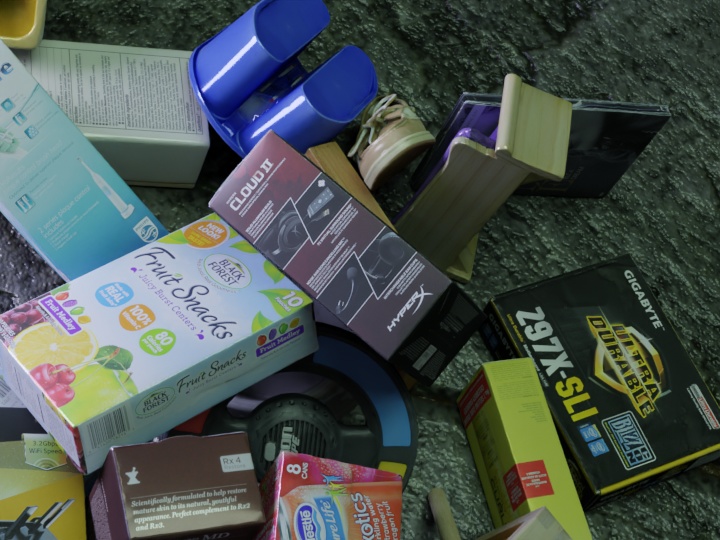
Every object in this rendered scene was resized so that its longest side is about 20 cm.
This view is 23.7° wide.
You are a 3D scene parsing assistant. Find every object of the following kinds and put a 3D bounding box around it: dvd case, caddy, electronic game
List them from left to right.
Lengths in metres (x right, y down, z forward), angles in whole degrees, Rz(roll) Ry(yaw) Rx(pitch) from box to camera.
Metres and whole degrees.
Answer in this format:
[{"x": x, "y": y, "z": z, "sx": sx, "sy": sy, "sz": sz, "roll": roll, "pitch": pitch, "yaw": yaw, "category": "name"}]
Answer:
[{"x": -0.073, "y": -0.163, "z": 1.512, "sx": 0.142, "sy": 0.105, "sz": 0.200, "roll": 49, "pitch": 28, "yaw": -5, "category": "caddy"}, {"x": -0.053, "y": 0.133, "z": 1.321, "sx": 0.198, "sy": 0.202, "sz": 0.042, "roll": 11, "pitch": 18, "yaw": -13, "category": "electronic game"}, {"x": 0.161, "y": -0.110, "z": 1.556, "sx": 0.198, "sy": 0.149, "sz": 0.016, "roll": 2, "pitch": 62, "yaw": -18, "category": "dvd case"}]

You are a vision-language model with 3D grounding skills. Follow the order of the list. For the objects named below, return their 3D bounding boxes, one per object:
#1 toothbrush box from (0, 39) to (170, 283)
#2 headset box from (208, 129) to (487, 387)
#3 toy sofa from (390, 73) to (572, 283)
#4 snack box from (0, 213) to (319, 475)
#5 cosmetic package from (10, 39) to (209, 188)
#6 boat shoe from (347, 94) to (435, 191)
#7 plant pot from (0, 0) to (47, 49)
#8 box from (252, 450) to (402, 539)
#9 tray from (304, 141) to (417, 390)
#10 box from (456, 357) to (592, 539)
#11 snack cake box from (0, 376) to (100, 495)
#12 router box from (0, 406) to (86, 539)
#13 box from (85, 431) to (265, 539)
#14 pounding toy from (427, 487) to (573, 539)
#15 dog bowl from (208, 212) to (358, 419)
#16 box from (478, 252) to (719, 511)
[{"x": -0.254, "y": -0.080, "z": 1.341, "sx": 0.085, "sy": 0.146, "sz": 0.200, "roll": -41, "pitch": 106, "yaw": -9, "category": "toothbrush box"}, {"x": -0.013, "y": -0.012, "z": 1.272, "sx": 0.200, "sy": 0.149, "sz": 0.077, "roll": 41, "pitch": 90, "yaw": 19, "category": "headset box"}, {"x": 0.095, "y": -0.080, "z": 1.483, "sx": 0.097, "sy": 0.200, "sz": 0.083, "roll": 21, "pitch": 55, "yaw": -12, "category": "toy sofa"}, {"x": -0.151, "y": 0.048, "z": 1.245, "sx": 0.199, "sy": 0.053, "sz": 0.142, "roll": -27, "pitch": 45, "yaw": -24, "category": "snack box"}, {"x": -0.236, "y": -0.135, "z": 1.479, "sx": 0.198, "sy": 0.073, "sz": 0.104, "roll": 3, "pitch": 59, "yaw": -17, "category": "cosmetic package"}, {"x": 0.020, "y": -0.116, "z": 1.498, "sx": 0.073, "sy": 0.200, "sz": 0.063, "roll": -37, "pitch": 94, "yaw": 4, "category": "boat shoe"}, {"x": -0.362, "y": -0.313, "z": 1.462, "sx": 0.193, "sy": 0.197, "sz": 0.200, "roll": 6, "pitch": 16, "yaw": -15, "category": "plant pot"}, {"x": -0.045, "y": 0.223, "z": 1.244, "sx": 0.095, "sy": 0.200, "sz": 0.100, "roll": 13, "pitch": 56, "yaw": -13, "category": "box"}, {"x": 0.000, "y": 0.000, "z": 1.459, "sx": 0.037, "sy": 0.099, "sz": 0.201, "roll": -17, "pitch": 66, "yaw": -39, "category": "tray"}, {"x": 0.138, "y": 0.178, "z": 1.415, "sx": 0.050, "sy": 0.075, "sz": 0.201, "roll": -4, "pitch": 62, "yaw": -21, "category": "box"}, {"x": -0.285, "y": 0.173, "z": 1.273, "sx": 0.115, "sy": 0.067, "sz": 0.200, "roll": 37, "pitch": 55, "yaw": 4, "category": "snack cake box"}, {"x": -0.292, "y": 0.175, "z": 1.196, "sx": 0.198, "sy": 0.052, "sz": 0.158, "roll": 2, "pitch": 59, "yaw": -19, "category": "router box"}, {"x": -0.143, "y": 0.190, "z": 1.229, "sx": 0.099, "sy": 0.200, "sz": 0.075, "roll": -5, "pitch": 61, "yaw": -22, "category": "box"}, {"x": 0.080, "y": 0.255, "z": 1.296, "sx": 0.200, "sy": 0.184, "sz": 0.142, "roll": -40, "pitch": 90, "yaw": -34, "category": "pounding toy"}, {"x": -0.070, "y": 0.031, "z": 1.384, "sx": 0.198, "sy": 0.059, "sz": 0.202, "roll": -2, "pitch": 76, "yaw": 9, "category": "dog bowl"}, {"x": 0.215, "y": 0.096, "z": 1.509, "sx": 0.159, "sy": 0.049, "sz": 0.201, "roll": -16, "pitch": 66, "yaw": -25, "category": "box"}]
